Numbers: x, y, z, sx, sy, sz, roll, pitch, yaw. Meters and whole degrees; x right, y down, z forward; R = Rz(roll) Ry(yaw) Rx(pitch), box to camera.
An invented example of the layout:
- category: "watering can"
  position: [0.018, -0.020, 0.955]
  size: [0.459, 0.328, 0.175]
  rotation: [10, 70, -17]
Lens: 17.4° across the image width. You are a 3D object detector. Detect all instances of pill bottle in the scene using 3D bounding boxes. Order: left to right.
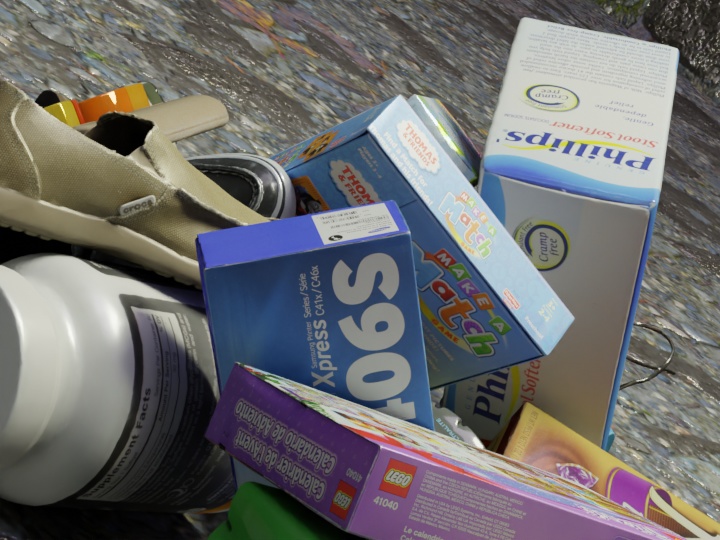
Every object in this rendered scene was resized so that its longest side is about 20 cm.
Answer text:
- category: "pill bottle"
  position: [-0.125, 0.053, 1.099]
  size: [0.116, 0.116, 0.200]
  rotation: [43, 18, 32]

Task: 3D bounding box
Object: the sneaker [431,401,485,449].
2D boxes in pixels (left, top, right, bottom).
- category: "sneaker"
  position: [-0.024, 0.069, 1.192]
  size: [0.082, 0.073, 0.200]
  rotation: [-28, 52, -36]

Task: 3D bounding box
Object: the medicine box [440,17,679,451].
- category: "medicine box"
  position: [0.119, -0.021, 1.399]
  size: [0.103, 0.182, 0.200]
  rotation: [11, 33, 5]

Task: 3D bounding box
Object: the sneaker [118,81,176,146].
- category: "sneaker"
  position: [-0.149, -0.041, 1.479]
  size: [0.088, 0.077, 0.200]
  rotation: [-11, 40, -18]

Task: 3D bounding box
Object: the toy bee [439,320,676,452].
- category: "toy bee"
  position: [0.119, 0.122, 1.457]
  size: [0.200, 0.109, 0.131]
  rotation: [-9, 48, -32]

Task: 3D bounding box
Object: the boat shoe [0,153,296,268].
- category: "boat shoe"
  position: [-0.132, -0.020, 1.183]
  size: [0.068, 0.200, 0.072]
  rotation: [75, 2, -71]

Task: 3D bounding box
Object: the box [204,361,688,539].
- category: "box"
  position: [0.049, 0.100, 0.998]
  size: [0.200, 0.039, 0.137]
  rotation: [21, 1, -30]

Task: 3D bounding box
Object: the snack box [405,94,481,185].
- category: "snack box"
  position: [-0.006, -0.033, 1.439]
  size: [0.068, 0.169, 0.200]
  rotation: [53, 7, 2]

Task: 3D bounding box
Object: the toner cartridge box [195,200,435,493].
- category: "toner cartridge box"
  position: [-0.014, 0.074, 1.077]
  size: [0.095, 0.200, 0.043]
  rotation: [-10, 23, -5]

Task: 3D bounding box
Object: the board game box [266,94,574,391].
- category: "board game box"
  position: [0.000, 0.000, 1.255]
  size: [0.151, 0.200, 0.037]
  rotation: [51, 55, -14]

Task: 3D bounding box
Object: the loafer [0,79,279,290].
- category: "loafer"
  position: [-0.100, -0.036, 1.100]
  size: [0.200, 0.068, 0.076]
  rotation: [15, 6, -32]

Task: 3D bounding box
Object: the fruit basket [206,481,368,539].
- category: "fruit basket"
  position: [0.034, 0.184, 0.946]
  size: [0.215, 0.156, 0.216]
  rotation: [30, 14, -8]

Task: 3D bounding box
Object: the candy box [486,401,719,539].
- category: "candy box"
  position: [0.148, 0.175, 1.313]
  size: [0.200, 0.056, 0.117]
  rotation: [33, 43, -4]

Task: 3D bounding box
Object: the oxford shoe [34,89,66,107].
- category: "oxford shoe"
  position: [-0.163, -0.052, 1.410]
  size: [0.071, 0.071, 0.200]
  rotation: [20, 13, -30]

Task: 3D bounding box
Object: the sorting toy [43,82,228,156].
- category: "sorting toy"
  position: [-0.187, -0.060, 1.237]
  size: [0.185, 0.200, 0.037]
  rotation: [-33, 107, -73]
